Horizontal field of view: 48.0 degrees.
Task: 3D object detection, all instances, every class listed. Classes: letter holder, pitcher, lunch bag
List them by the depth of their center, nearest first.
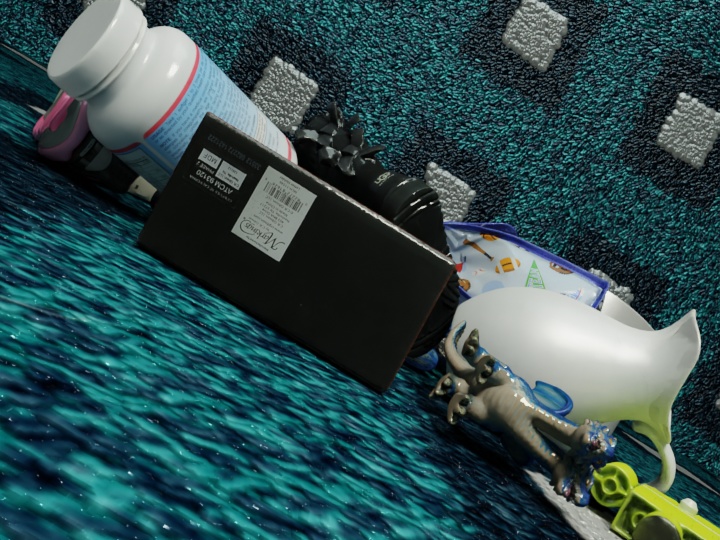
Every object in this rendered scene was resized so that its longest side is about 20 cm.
[{"bbox_3d":[-0.043,-0.013,0.609,0.197,0.102,0.142,31,1,-1],"label":"letter holder"},{"bbox_3d":[0.176,0.106,0.694,0.195,0.176,0.121,6,15,18],"label":"pitcher"},{"bbox_3d":[0.151,0.048,0.881,0.197,0.124,0.172,27,-33,23],"label":"lunch bag"}]

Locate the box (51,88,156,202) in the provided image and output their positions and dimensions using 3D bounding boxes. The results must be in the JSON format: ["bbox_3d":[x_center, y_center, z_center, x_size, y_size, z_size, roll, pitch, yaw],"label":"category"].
[{"bbox_3d":[-0.253,-0.138,0.860,0.199,0.069,0.082,34,5,39],"label":"box"}]

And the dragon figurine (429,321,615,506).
[{"bbox_3d":[0.107,0.096,0.571,0.099,0.059,0.200,35,2,-9],"label":"dragon figurine"}]

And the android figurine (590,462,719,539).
[{"bbox_3d":[0.252,0.204,0.591,0.180,0.042,0.199,32,5,28],"label":"android figurine"}]

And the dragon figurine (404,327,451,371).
[{"bbox_3d":[0.055,0.060,0.795,0.198,0.060,0.099,30,3,-21],"label":"dragon figurine"}]

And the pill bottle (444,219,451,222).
[{"bbox_3d":[0.067,-0.012,1.047,0.197,0.117,0.114,7,-13,37],"label":"pill bottle"}]

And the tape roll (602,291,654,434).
[{"bbox_3d":[0.265,0.105,1.040,0.201,0.140,0.203,36,-8,6],"label":"tape roll"}]

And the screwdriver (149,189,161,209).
[{"bbox_3d":[-0.108,-0.017,0.741,0.198,0.028,0.029,33,33,7],"label":"screwdriver"}]

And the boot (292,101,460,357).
[{"bbox_3d":[0.010,-0.037,0.725,0.162,0.073,0.201,41,-26,42],"label":"boot"}]

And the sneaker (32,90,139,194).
[{"bbox_3d":[-0.243,-0.122,0.747,0.095,0.079,0.200,36,8,-30],"label":"sneaker"}]

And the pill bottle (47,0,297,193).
[{"bbox_3d":[-0.148,-0.122,0.659,0.200,0.109,0.108,43,-7,-40],"label":"pill bottle"}]
